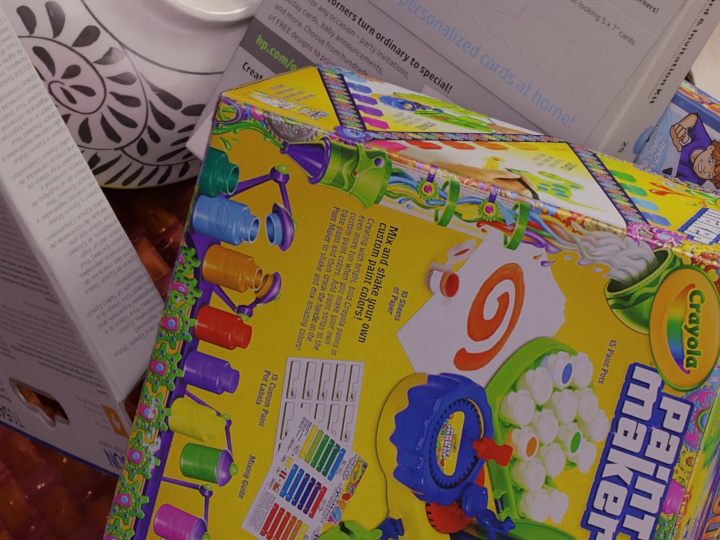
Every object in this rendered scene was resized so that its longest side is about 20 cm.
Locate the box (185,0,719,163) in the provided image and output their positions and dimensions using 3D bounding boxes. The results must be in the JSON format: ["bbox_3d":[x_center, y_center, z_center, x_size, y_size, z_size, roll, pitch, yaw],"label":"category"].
[{"bbox_3d":[0.040,-0.087,1.049,0.156,0.041,0.200,38,112,22],"label":"box"}]

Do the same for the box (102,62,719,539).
[{"bbox_3d":[0.030,0.054,0.974,0.192,0.122,0.201,19,104,13],"label":"box"}]

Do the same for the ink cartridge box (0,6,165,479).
[{"bbox_3d":[-0.146,-0.018,1.088,0.043,0.196,0.200,-36,113,-20],"label":"ink cartridge box"}]

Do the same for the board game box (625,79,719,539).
[{"bbox_3d":[0.103,0.032,1.058,0.135,0.034,0.201,36,110,34],"label":"board game box"}]

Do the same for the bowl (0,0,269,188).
[{"bbox_3d":[-0.080,-0.137,1.118,0.200,0.094,0.202,3,84,-29],"label":"bowl"}]

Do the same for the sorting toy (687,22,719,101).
[{"bbox_3d":[0.180,-0.090,1.122,0.179,0.200,0.107,-7,127,16],"label":"sorting toy"}]
